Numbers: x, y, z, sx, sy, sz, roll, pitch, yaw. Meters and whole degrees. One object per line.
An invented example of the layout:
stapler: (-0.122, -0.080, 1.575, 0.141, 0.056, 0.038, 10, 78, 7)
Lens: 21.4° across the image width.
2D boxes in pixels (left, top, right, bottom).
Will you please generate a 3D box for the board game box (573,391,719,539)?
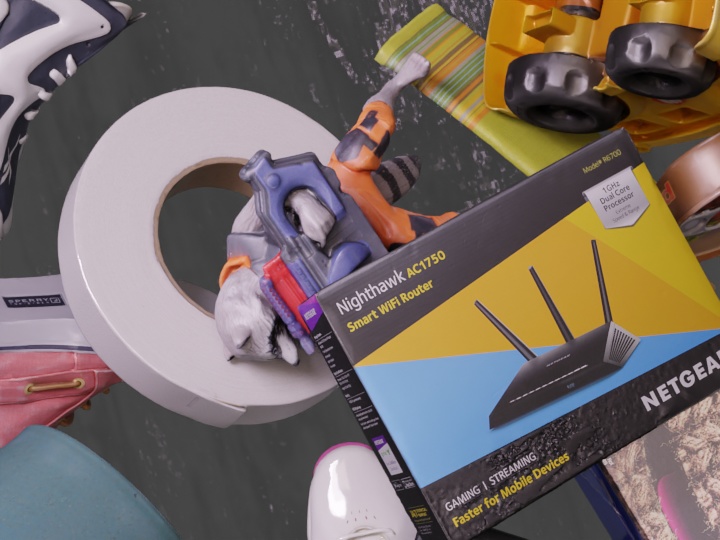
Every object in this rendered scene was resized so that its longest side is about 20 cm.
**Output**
board game box: (0.241, 0.112, 1.102, 0.200, 0.097, 0.160, -31, 82, -7)

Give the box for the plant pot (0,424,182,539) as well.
plant pot: (-0.195, 0.192, 1.031, 0.200, 0.200, 0.188, 40, 66, 5)

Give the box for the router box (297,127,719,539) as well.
router box: (0.088, 0.036, 1.008, 0.200, 0.051, 0.149, -29, 88, -19)

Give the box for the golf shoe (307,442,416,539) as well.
golf shoe: (0.016, 0.192, 1.082, 0.075, 0.092, 0.201, -14, 79, -3)

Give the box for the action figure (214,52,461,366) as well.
action figure: (0.000, 0.000, 1.078, 0.193, 0.104, 0.200, -36, 110, -27)

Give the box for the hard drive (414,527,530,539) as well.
hard drive: (0.108, 0.223, 1.014, 0.199, 0.033, 0.140, 18, 86, 1)

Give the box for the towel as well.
towel: (0.101, -0.082, 1.149, 0.200, 0.018, 0.086, 39, 37, 5)

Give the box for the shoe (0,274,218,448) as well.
shoe: (-0.174, 0.056, 1.116, 0.199, 0.072, 0.091, 0, 119, -24)

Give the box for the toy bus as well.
toy bus: (0.197, -0.135, 1.100, 0.192, 0.200, 0.136, 22, 72, -28)

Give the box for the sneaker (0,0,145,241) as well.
sneaker: (-0.188, -0.118, 1.136, 0.129, 0.079, 0.200, -7, 97, -23)

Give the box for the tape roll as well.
tape roll: (-0.074, -0.009, 1.102, 0.202, 0.037, 0.203, 11, 64, -22)

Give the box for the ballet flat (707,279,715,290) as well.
ballet flat: (0.110, 0.017, 1.132, 0.199, 0.069, 0.063, -15, 70, -6)

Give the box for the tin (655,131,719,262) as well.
tin: (0.254, -0.059, 1.116, 0.199, 0.112, 0.042, -17, 63, -22)
